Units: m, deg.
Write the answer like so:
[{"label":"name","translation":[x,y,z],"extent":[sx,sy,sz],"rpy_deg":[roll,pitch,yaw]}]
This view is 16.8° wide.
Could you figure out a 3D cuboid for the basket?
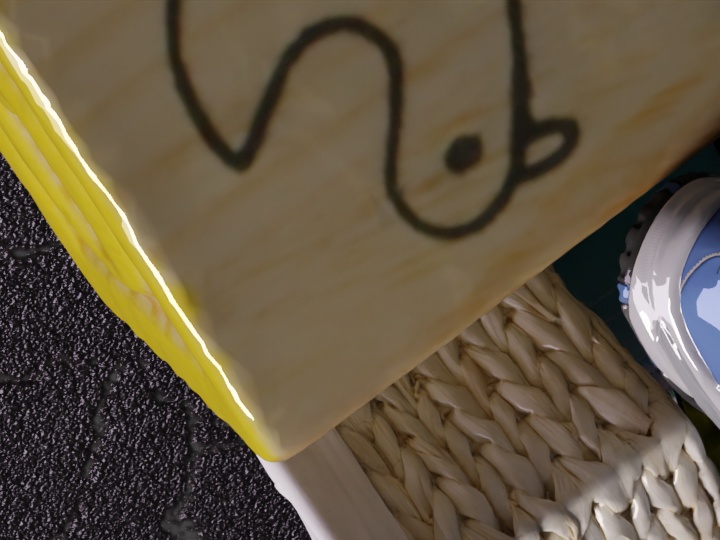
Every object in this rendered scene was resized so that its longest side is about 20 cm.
[{"label":"basket","translation":[0.037,0.067,0.859],"extent":[0.200,0.123,0.136],"rpy_deg":[50,172,46]}]

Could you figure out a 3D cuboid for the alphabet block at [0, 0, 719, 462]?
[{"label":"alphabet block","translation":[-0.024,-0.093,0.771],"extent":[0.196,0.200,0.196],"rpy_deg":[57,170,-24]}]

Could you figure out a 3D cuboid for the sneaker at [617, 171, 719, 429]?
[{"label":"sneaker","translation":[0.157,0.054,0.753],"extent":[0.200,0.076,0.077],"rpy_deg":[46,163,-30]}]

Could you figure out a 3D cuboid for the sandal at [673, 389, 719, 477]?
[{"label":"sandal","translation":[0.157,0.059,0.852],"extent":[0.201,0.079,0.087],"rpy_deg":[60,-179,-22]}]

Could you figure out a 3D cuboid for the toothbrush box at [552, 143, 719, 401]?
[{"label":"toothbrush box","translation":[0.106,-0.005,0.976],"extent":[0.200,0.085,0.147],"rpy_deg":[57,179,-30]}]
